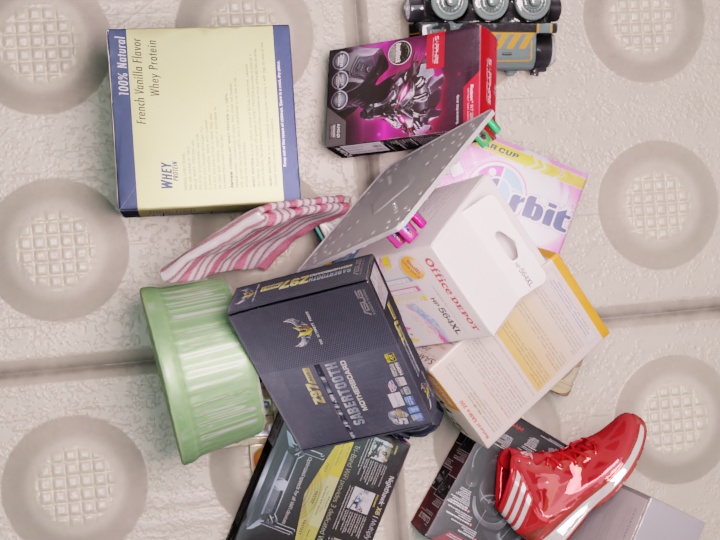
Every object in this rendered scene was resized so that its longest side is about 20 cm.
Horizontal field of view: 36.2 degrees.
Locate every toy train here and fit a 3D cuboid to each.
[{"bbox_3d":[0.149,-0.293,1.347,0.199,0.085,0.114,-3,102,-12],"label":"toy train"}]

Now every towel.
[{"bbox_3d":[-0.110,-0.034,1.215,0.146,0.200,0.030,-32,82,27],"label":"towel"}]

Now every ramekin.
[{"bbox_3d":[-0.174,0.105,1.221,0.097,0.200,0.201,-14,92,-12],"label":"ramekin"}]

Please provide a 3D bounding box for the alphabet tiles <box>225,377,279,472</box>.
[{"bbox_3d":[-0.075,0.154,1.335,0.199,0.006,0.167,-6,91,-11],"label":"alphabet tiles"}]

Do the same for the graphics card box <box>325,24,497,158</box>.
[{"bbox_3d":[0.057,-0.205,1.278,0.199,0.051,0.126,-3,78,28],"label":"graphics card box"}]

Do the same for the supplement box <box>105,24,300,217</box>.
[{"bbox_3d":[-0.179,-0.165,1.254,0.199,0.134,0.201,-4,90,-10],"label":"supplement box"}]

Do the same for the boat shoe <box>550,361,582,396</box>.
[{"bbox_3d":[0.183,0.090,1.340,0.200,0.071,0.065,23,96,-27],"label":"boat shoe"}]

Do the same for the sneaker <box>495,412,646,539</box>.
[{"bbox_3d":[0.236,0.222,1.281,0.115,0.078,0.200,42,80,-10],"label":"sneaker"}]

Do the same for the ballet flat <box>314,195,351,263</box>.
[{"bbox_3d":[0.000,0.000,1.306,0.069,0.069,0.201,-21,80,-10],"label":"ballet flat"}]

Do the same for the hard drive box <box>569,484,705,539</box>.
[{"bbox_3d":[0.300,0.333,1.305,0.077,0.200,0.156,26,86,-9],"label":"hard drive box"}]

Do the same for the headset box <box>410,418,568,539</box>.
[{"bbox_3d":[0.168,0.280,1.344,0.149,0.077,0.200,30,85,-9],"label":"headset box"}]

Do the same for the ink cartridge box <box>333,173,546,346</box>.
[{"bbox_3d":[0.091,-0.007,1.207,0.129,0.200,0.125,53,55,-18],"label":"ink cartridge box"}]

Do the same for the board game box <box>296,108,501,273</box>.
[{"bbox_3d":[0.041,-0.075,1.180,0.026,0.200,0.200,48,55,-13],"label":"board game box"}]

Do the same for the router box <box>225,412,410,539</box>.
[{"bbox_3d":[-0.051,0.266,1.310,0.157,0.052,0.201,24,88,-12],"label":"router box"}]

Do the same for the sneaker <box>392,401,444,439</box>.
[{"bbox_3d":[0.005,0.139,1.312,0.202,0.146,0.077,24,92,30],"label":"sneaker"}]

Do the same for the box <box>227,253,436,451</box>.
[{"bbox_3d":[-0.026,0.090,1.149,0.157,0.051,0.200,-13,121,18],"label":"box"}]

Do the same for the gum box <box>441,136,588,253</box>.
[{"bbox_3d":[0.154,-0.095,1.316,0.199,0.066,0.114,21,86,-5],"label":"gum box"}]

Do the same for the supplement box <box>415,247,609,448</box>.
[{"bbox_3d":[0.167,0.084,1.253,0.200,0.073,0.126,-40,112,-11],"label":"supplement box"}]
